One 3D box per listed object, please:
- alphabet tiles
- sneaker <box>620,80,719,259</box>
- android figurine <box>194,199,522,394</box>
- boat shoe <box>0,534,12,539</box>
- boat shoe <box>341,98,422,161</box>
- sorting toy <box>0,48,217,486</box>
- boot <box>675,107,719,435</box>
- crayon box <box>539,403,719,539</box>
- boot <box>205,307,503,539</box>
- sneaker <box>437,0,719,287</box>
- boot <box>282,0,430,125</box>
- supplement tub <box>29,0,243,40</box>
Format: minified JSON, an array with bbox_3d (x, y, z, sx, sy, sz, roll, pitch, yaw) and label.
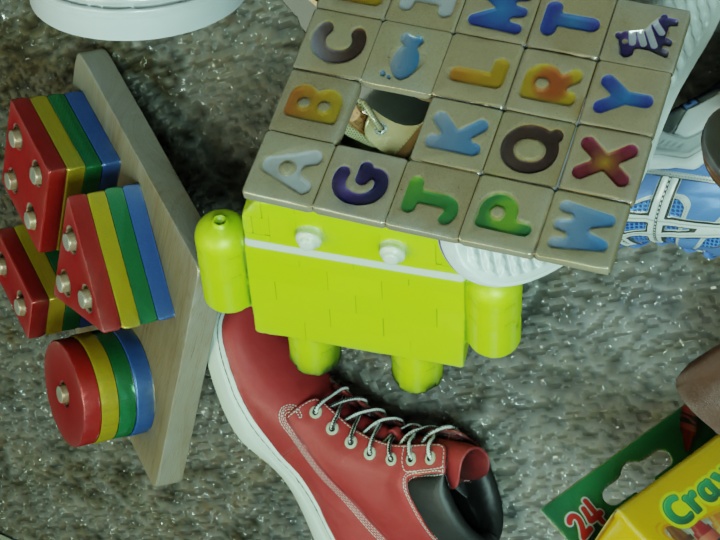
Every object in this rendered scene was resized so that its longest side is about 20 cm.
[{"bbox_3d":[0.057,-0.101,1.089,0.167,0.200,0.008,12,155,17],"label":"alphabet tiles"},{"bbox_3d":[0.150,-0.035,1.179,0.200,0.076,0.077,-27,93,52],"label":"sneaker"},{"bbox_3d":[0.000,0.000,1.338,0.182,0.041,0.200,11,148,7],"label":"android figurine"},{"bbox_3d":[-0.319,0.237,1.926,0.201,0.063,0.074,11,125,47],"label":"boat shoe"},{"bbox_3d":[0.019,-0.091,1.295,0.076,0.074,0.200,46,142,17],"label":"boat shoe"},{"bbox_3d":[-0.166,0.004,1.525,0.199,0.070,0.200,59,148,36],"label":"sorting toy"},{"bbox_3d":[0.189,0.018,1.135,0.186,0.064,0.200,29,147,-12],"label":"boot"},{"bbox_3d":[0.201,0.150,1.208,0.200,0.127,0.051,45,141,17],"label":"crayon box"},{"bbox_3d":[0.002,0.087,1.450,0.144,0.072,0.200,-29,95,49],"label":"boot"},{"bbox_3d":[0.086,-0.068,1.144,0.073,0.201,0.114,46,157,-18],"label":"sneaker"},{"bbox_3d":[0.004,-0.188,1.187,0.200,0.077,0.138,44,119,-2],"label":"boot"},{"bbox_3d":[-0.124,-0.237,1.299,0.145,0.145,0.200,26,132,36],"label":"supplement tub"}]
